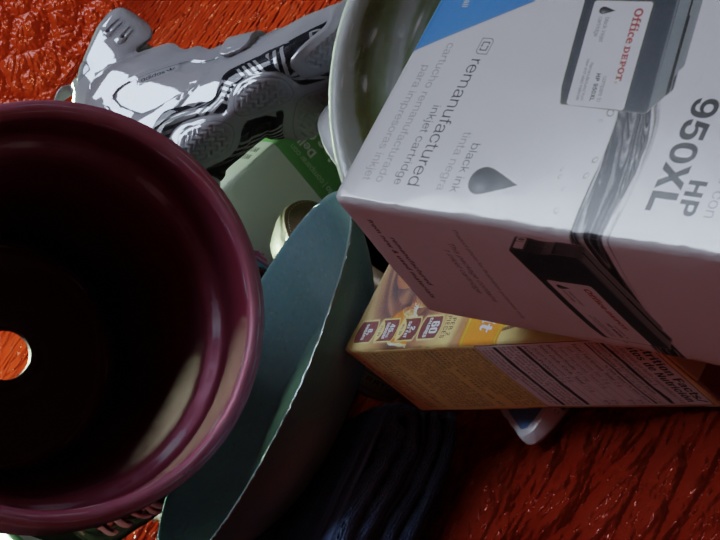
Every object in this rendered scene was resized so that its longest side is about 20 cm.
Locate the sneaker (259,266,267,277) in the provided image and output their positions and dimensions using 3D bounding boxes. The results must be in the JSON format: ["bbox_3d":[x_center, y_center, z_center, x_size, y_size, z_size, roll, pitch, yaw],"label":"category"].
[{"bbox_3d":[-0.095,0.003,1.287,0.095,0.079,0.200,-19,-33,-21],"label":"sneaker"}]

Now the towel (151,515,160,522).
[{"bbox_3d":[-0.070,0.098,1.343,0.133,0.034,0.200,-57,15,-10],"label":"towel"}]

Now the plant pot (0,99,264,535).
[{"bbox_3d":[-0.165,0.032,1.122,0.200,0.200,0.179,-60,10,-18],"label":"plant pot"}]

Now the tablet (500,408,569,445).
[{"bbox_3d":[0.096,0.002,1.083,0.130,0.014,0.200,-54,14,6],"label":"tablet"}]

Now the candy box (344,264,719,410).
[{"bbox_3d":[0.090,-0.003,0.967,0.200,0.055,0.115,-7,50,56],"label":"candy box"}]

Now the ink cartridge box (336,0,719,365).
[{"bbox_3d":[0.114,-0.051,0.843,0.200,0.084,0.145,10,63,40],"label":"ink cartridge box"}]

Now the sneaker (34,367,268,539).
[{"bbox_3d":[-0.112,0.101,1.221,0.200,0.079,0.095,-40,27,1],"label":"sneaker"}]

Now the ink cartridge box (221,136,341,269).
[{"bbox_3d":[-0.086,-0.014,1.447,0.200,0.088,0.145,-44,14,-10],"label":"ink cartridge box"}]

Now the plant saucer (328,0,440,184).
[{"bbox_3d":[0.069,-0.089,1.126,0.200,0.050,0.200,-5,83,45],"label":"plant saucer"}]

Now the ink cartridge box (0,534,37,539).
[{"bbox_3d":[-0.154,0.237,1.089,0.200,0.087,0.145,-70,18,-5],"label":"ink cartridge box"}]

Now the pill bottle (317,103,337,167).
[{"bbox_3d":[0.071,-0.123,1.231,0.200,0.114,0.114,-48,17,26],"label":"pill bottle"}]

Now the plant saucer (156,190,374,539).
[{"bbox_3d":[-0.036,0.060,1.099,0.201,0.039,0.201,-59,13,22],"label":"plant saucer"}]

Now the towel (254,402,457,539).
[{"bbox_3d":[-0.028,0.133,1.116,0.200,0.049,0.112,-29,29,57],"label":"towel"}]

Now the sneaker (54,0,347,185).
[{"bbox_3d":[-0.084,-0.113,1.311,0.200,0.075,0.115,-36,59,6],"label":"sneaker"}]

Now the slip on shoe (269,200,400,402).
[{"bbox_3d":[0.000,0.000,1.255,0.061,0.076,0.200,-57,17,15],"label":"slip on shoe"}]
